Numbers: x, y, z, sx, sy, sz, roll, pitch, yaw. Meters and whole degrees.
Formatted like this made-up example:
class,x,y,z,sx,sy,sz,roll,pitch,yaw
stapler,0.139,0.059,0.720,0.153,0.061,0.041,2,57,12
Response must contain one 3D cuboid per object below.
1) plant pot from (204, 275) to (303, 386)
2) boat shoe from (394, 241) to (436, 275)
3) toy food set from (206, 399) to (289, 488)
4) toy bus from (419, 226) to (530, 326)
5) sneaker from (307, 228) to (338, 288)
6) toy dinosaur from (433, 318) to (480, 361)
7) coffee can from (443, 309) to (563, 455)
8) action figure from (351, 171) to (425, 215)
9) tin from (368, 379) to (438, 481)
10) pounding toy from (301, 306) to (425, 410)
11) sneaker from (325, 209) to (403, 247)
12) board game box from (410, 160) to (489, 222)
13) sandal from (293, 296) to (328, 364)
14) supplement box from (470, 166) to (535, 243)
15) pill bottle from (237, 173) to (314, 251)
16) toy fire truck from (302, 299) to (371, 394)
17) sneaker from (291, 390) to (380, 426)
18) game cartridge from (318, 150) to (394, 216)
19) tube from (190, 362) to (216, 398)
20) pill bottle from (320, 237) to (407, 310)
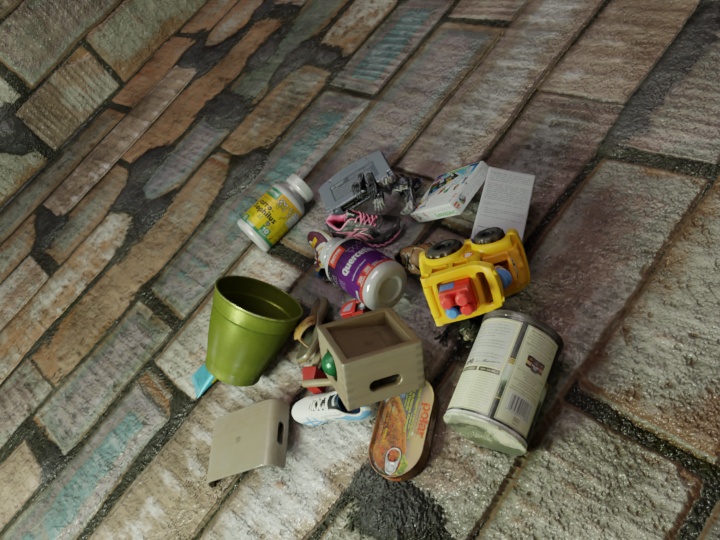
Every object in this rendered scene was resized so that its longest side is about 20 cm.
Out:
class,x,y,z,sx,sy,sz,roll,pitch,yaw
plant pot,-0.252,0.143,1.449,0.200,0.200,0.194,39,113,46
boat shoe,0.119,-0.019,1.374,0.068,0.072,0.200,-10,0,-8
toy food set,-0.235,0.364,1.373,0.199,0.060,0.144,-24,46,26
toy bus,0.205,0.021,1.188,0.199,0.136,0.192,-16,16,15
sneaker,-0.087,-0.030,1.577,0.090,0.075,0.200,-42,42,-12
toy dinosaur,0.189,0.118,1.280,0.088,0.047,0.200,-61,13,12
coffee can,0.245,0.190,1.123,0.146,0.146,0.201,8,60,38
action figure,0.074,-0.181,1.555,0.118,0.199,0.103,2,92,46
tin,0.083,0.292,1.226,0.111,0.042,0.201,-6,52,35
pounding toy,-0.004,0.181,1.262,0.199,0.143,0.184,-14,26,-16
sneaker,0.004,-0.109,1.569,0.199,0.096,0.079,-6,51,28
board game box,0.198,-0.173,1.470,0.126,0.035,0.200,-53,16,-14
sandal,-0.117,0.126,1.450,0.080,0.054,0.201,-43,23,35
supplement box,0.286,-0.099,1.346,0.103,0.101,0.201,12,60,11
pill bottle,-0.220,-0.157,1.744,0.200,0.113,0.113,-46,44,-8
toy fire truck,-0.045,0.159,1.413,0.140,0.049,0.201,-15,47,26
sneaker,-0.057,0.268,1.315,0.199,0.073,0.072,-11,51,28
game cartridge,-0.012,-0.229,1.722,0.199,0.040,0.134,-30,47,9
tube,-0.326,0.211,1.562,0.200,0.050,0.077,-43,34,2
pill bottle,0.000,0.000,1.416,0.113,0.113,0.200,-48,46,-10
